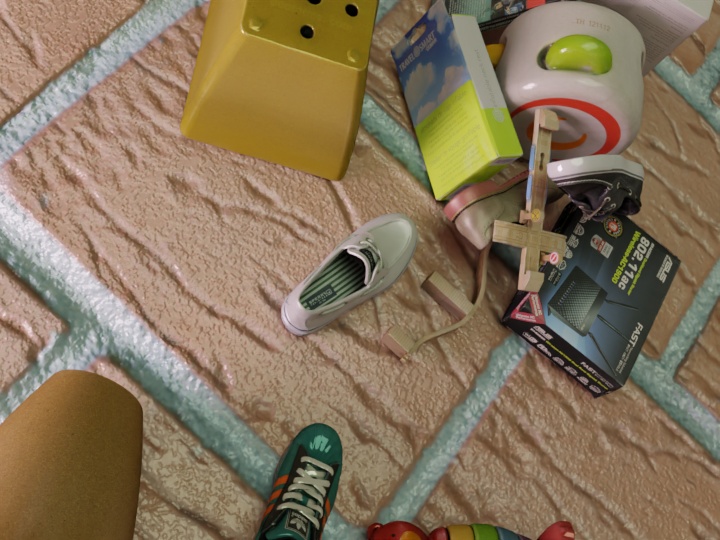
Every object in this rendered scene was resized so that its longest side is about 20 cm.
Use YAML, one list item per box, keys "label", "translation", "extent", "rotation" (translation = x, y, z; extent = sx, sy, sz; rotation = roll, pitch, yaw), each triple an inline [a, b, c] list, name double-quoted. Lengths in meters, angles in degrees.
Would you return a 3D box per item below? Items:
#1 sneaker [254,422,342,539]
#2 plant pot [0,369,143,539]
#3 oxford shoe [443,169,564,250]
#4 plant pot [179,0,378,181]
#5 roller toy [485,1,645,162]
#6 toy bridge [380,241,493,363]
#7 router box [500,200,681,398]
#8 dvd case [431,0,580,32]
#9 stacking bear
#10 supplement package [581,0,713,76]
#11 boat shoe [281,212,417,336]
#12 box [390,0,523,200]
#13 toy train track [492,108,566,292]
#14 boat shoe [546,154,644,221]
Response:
- label: "sneaker"
  translation: [-0.060, 0.240, 0.862]
  extent: [0.070, 0.080, 0.203]
  rotation: [25, 65, -9]
- label: "plant pot"
  translation: [-0.266, 0.194, 0.768]
  extent: [0.184, 0.187, 0.203]
  rotation: [23, 53, -10]
- label: "oxford shoe"
  translation: [0.183, -0.068, 1.047]
  extent: [0.198, 0.071, 0.076]
  rotation: [-19, 71, -37]
- label: "plant pot"
  translation: [-0.073, -0.247, 0.974]
  extent: [0.196, 0.176, 0.204]
  rotation: [14, 68, -13]
- label: "roller toy"
  translation: [0.247, -0.225, 1.076]
  extent: [0.181, 0.198, 0.142]
  rotation: [28, 63, -33]
- label: "toy bridge"
  translation: [0.101, 0.031, 1.020]
  extent: [0.067, 0.027, 0.201]
  rotation: [40, 63, -3]
- label: "router box"
  translation: [0.278, 0.024, 1.064]
  extent: [0.149, 0.062, 0.201]
  rotation: [37, 64, -4]
- label: "dvd case"
  translation: [0.179, -0.369, 1.109]
  extent: [0.022, 0.197, 0.149]
  rotation: [34, 55, -50]
- label: "stacking bear"
  translation: [0.099, 0.301, 0.883]
  extent: [0.196, 0.114, 0.123]
  rotation: [12, 58, -3]
- label: "supplement package"
  translation: [0.335, -0.353, 1.137]
  extent: [0.150, 0.200, 0.153]
  rotation: [27, 65, -8]
- label: "boat shoe"
  translation: [0.000, 0.000, 0.974]
  extent: [0.074, 0.067, 0.200]
  rotation: [46, 64, 1]
- label: "box"
  translation: [0.108, -0.200, 1.049]
  extent: [0.047, 0.122, 0.204]
  rotation: [-7, 74, -34]
- label: "toy train track"
  translation: [0.203, -0.078, 0.988]
  extent: [0.113, 0.032, 0.205]
  rotation: [9, 85, -35]
- label: "boat shoe"
  translation: [0.268, -0.088, 0.998]
  extent: [0.199, 0.069, 0.068]
  rotation: [-1, 85, -57]
